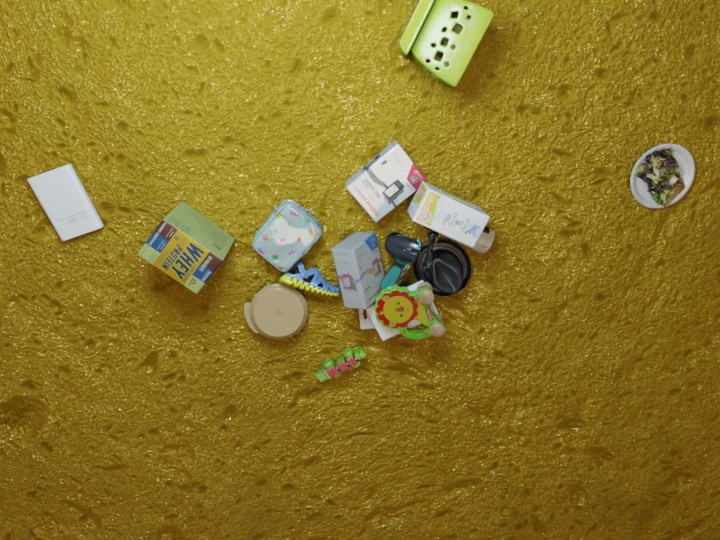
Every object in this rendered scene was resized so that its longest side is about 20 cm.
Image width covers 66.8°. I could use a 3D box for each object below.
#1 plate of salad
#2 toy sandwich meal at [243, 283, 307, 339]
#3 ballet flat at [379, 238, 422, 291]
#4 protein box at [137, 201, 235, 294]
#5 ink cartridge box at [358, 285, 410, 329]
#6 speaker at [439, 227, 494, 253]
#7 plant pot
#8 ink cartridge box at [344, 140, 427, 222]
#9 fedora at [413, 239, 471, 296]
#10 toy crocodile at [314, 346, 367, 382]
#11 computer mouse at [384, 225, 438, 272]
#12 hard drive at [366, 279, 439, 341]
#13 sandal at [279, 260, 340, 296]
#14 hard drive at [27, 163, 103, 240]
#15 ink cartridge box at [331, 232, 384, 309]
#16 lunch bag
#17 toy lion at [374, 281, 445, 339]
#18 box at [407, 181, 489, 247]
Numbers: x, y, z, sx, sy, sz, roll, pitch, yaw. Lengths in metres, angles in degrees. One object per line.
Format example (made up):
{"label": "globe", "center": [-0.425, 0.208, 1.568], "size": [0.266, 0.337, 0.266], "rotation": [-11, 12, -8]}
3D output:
{"label": "plate of salad", "center": [0.926, -0.284, 1.664], "size": [0.200, 0.048, 0.200], "rotation": [-1, 112, -2]}
{"label": "toy sandwich meal", "center": [-0.271, 0.132, 1.769], "size": [0.205, 0.070, 0.206], "rotation": [-2, 102, -8]}
{"label": "ballet flat", "center": [0.131, -0.007, 1.717], "size": [0.068, 0.072, 0.200], "rotation": [28, 80, 22]}
{"label": "protein box", "center": [-0.503, -0.071, 1.603], "size": [0.198, 0.200, 0.135], "rotation": [37, 105, -15]}
{"label": "ink cartridge box", "center": [0.093, 0.119, 1.776], "size": [0.200, 0.067, 0.116], "rotation": [-5, 112, -1]}
{"label": "speaker", "center": [0.307, -0.126, 1.682], "size": [0.200, 0.081, 0.081], "rotation": [24, 109, -11]}
{"label": "plant pot", "center": [0.209, -0.613, 1.427], "size": [0.181, 0.199, 0.200], "rotation": [27, 109, -6]}
{"label": "ink cartridge box", "center": [0.073, -0.261, 1.615], "size": [0.200, 0.083, 0.145], "rotation": [-39, 109, 11]}
{"label": "fedora", "center": [0.265, 0.005, 1.723], "size": [0.200, 0.092, 0.201], "rotation": [-1, 111, -3]}
{"label": "toy crocodile", "center": [-0.065, 0.320, 1.851], "size": [0.200, 0.062, 0.068], "rotation": [-29, 110, 9]}
{"label": "computer mouse", "center": [0.143, -0.092, 1.638], "size": [0.046, 0.200, 0.141], "rotation": [1, 112, -44]}
{"label": "hard drive", "center": [0.133, 0.128, 1.729], "size": [0.200, 0.026, 0.132], "rotation": [-25, 113, 5]}
{"label": "sandal", "center": [-0.150, 0.029, 1.728], "size": [0.200, 0.079, 0.087], "rotation": [21, 77, -20]}
{"label": "hard drive", "center": [-0.874, -0.200, 1.621], "size": [0.132, 0.026, 0.200], "rotation": [-18, 111, 5]}
{"label": "ink cartridge box", "center": [0.000, 0.000, 1.674], "size": [0.085, 0.145, 0.200], "rotation": [4, 117, 32]}
{"label": "lunch bag", "center": [-0.224, -0.112, 1.666], "size": [0.160, 0.077, 0.200], "rotation": [40, 105, -15]}
{"label": "toy lion", "center": [0.145, 0.131, 1.684], "size": [0.191, 0.069, 0.200], "rotation": [-18, 116, 8]}
{"label": "box", "center": [0.248, -0.162, 1.563], "size": [0.200, 0.113, 0.101], "rotation": [22, 108, -12]}
